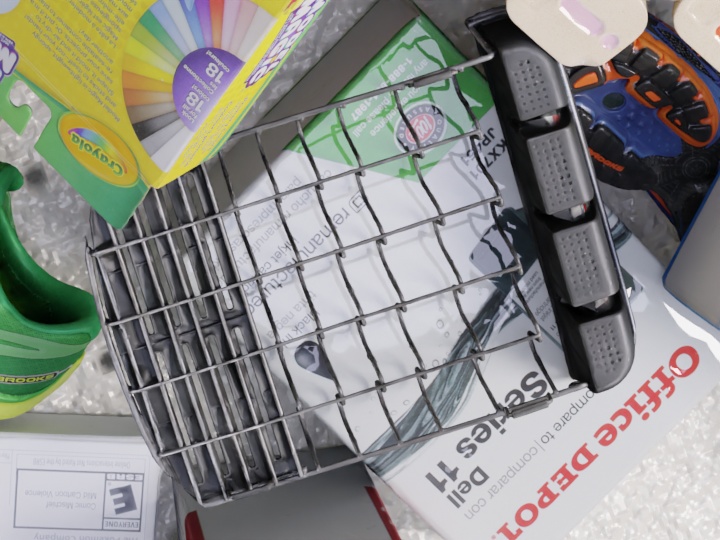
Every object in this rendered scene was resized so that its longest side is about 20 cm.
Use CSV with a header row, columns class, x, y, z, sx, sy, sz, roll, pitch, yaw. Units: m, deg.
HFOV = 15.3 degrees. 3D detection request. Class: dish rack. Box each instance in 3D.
class,x,y,z,sx,sy,sz,roll,pitch,yaw
dish rack,0.000,0.000,1.018,0.199,0.055,0.154,-18,102,-2

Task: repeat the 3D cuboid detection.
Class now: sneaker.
class,x,y,z,sx,sy,sz,roll,pitch,yaw
sneaker,-0.176,-0.031,1.049,0.083,0.074,0.200,-32,116,24
sneaker,0.144,-0.052,1.107,0.075,0.079,0.200,-32,124,22

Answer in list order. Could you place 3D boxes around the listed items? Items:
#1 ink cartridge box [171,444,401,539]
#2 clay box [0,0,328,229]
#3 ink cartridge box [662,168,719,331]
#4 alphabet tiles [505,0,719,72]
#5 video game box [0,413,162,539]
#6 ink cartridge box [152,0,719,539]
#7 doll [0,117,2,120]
class,x,y,z,sx,sy,sz,roll,pitch,yaw
ink cartridge box,-0.022,0.190,1.091,0.082,0.147,0.202,-7,102,-7
clay box,-0.064,-0.121,0.926,0.115,0.048,0.200,45,125,8
ink cartridge box,0.242,-0.005,1.039,0.199,0.084,0.147,27,94,-15
alphabet tiles,0.116,-0.156,0.934,0.195,0.015,0.200,37,120,-26
video game box,-0.185,0.149,1.107,0.198,0.047,0.184,3,99,-10
ink cartridge box,0.036,0.010,1.095,0.147,0.083,0.200,-45,105,2
doll,-0.190,-0.134,0.986,0.136,0.048,0.201,-32,105,-4
